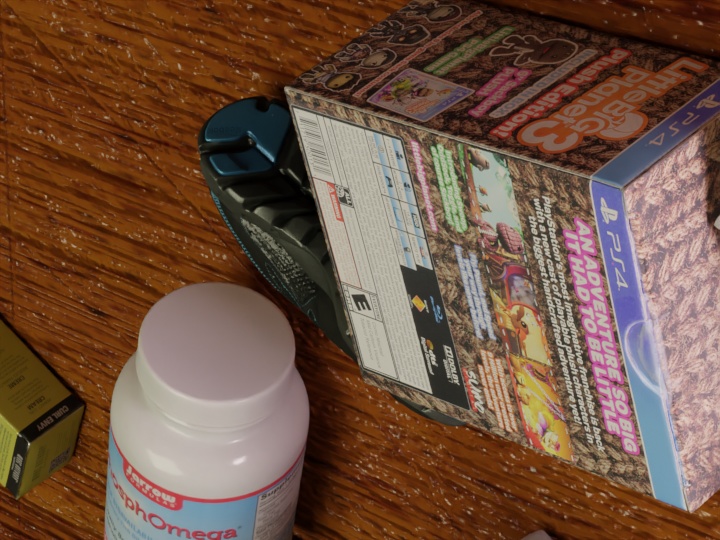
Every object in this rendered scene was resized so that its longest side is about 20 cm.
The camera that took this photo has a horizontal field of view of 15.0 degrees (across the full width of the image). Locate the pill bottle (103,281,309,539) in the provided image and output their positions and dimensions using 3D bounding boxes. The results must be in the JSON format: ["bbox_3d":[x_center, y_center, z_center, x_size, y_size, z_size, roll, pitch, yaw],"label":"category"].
[{"bbox_3d":[-0.085,0.100,1.492,0.109,0.109,0.201,39,146,23],"label":"pill bottle"}]

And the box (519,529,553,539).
[{"bbox_3d":[0.070,0.282,1.352,0.199,0.199,0.172,46,149,32],"label":"box"}]

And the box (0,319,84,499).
[{"bbox_3d":[-0.263,0.049,1.742,0.200,0.050,0.075,43,147,16],"label":"box"}]

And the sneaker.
[{"bbox_3d":[0.000,0.000,1.334,0.200,0.073,0.082,49,166,19],"label":"sneaker"}]

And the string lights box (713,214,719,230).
[{"bbox_3d":[0.235,0.007,1.015,0.200,0.059,0.103,44,147,16],"label":"string lights box"}]

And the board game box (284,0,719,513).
[{"bbox_3d":[0.083,-0.014,1.163,0.199,0.097,0.160,20,136,43],"label":"board game box"}]
